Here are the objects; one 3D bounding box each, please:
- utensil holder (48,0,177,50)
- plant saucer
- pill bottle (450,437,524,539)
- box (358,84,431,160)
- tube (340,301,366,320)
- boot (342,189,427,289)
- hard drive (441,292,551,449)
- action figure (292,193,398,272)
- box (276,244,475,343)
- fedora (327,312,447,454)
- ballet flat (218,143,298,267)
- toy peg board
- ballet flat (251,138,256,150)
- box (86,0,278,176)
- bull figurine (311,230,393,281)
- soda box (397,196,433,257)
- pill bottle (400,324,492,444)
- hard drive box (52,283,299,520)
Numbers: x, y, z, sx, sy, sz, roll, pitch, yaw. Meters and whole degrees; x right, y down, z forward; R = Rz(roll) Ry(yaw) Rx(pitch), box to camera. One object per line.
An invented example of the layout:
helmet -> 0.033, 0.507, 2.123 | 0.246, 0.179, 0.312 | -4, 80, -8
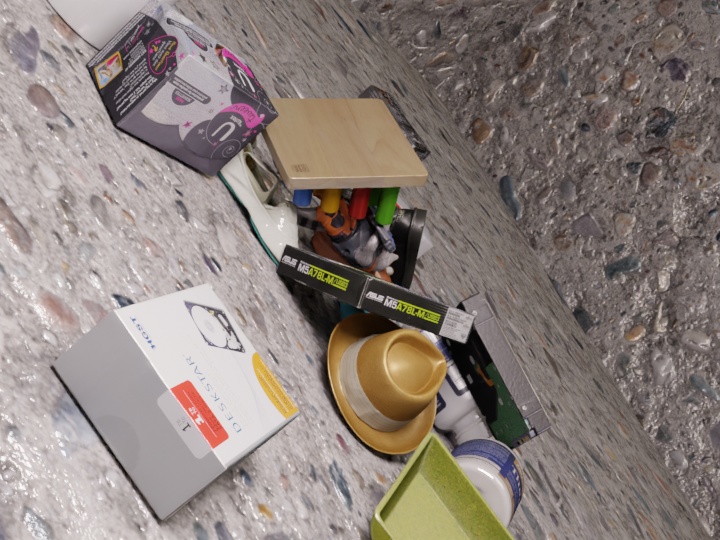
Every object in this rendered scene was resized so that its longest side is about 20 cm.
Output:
utensil holder -> -0.296, -0.403, 1.442 | 0.170, 0.199, 0.170 | 47, 16, -17
plant saucer -> 0.093, 0.309, 1.246 | 0.201, 0.048, 0.200 | 53, 28, -2
pill bottle -> 0.151, 0.278, 1.431 | 0.112, 0.110, 0.200 | 54, 15, 6
box -> 0.089, -0.369, 2.840 | 0.201, 0.050, 0.157 | 56, 15, 10
tube -> -0.001, 0.084, 1.548 | 0.078, 0.050, 0.200 | 50, 11, -18
boot -> 0.019, -0.047, 1.823 | 0.155, 0.213, 0.080 | 13, 49, 2
hard drive -> 0.180, 0.142, 1.520 | 0.202, 0.037, 0.140 | 63, -17, 13
action figure -> -0.025, -0.071, 1.626 | 0.193, 0.105, 0.200 | 41, 12, -18
box -> 0.020, 0.031, 1.465 | 0.198, 0.048, 0.192 | 20, 3, -38
fedora -> 0.047, 0.130, 1.396 | 0.199, 0.081, 0.203 | 28, 49, -37
ballet flat -> -0.127, -0.091, 1.515 | 0.201, 0.069, 0.069 | 57, 15, 12
toy peg board -> -0.038, -0.144, 1.542 | 0.196, 0.099, 0.201 | -3, 39, -21
ballet flat -> -0.175, -0.210, 1.645 | 0.201, 0.070, 0.066 | -97, 161, -55
box -> -0.218, -0.226, 1.407 | 0.116, 0.132, 0.199 | 58, 16, 27
bull figurine -> 0.000, 0.000, 1.698 | 0.201, 0.065, 0.122 | 51, 12, -11
soda box -> 0.041, -0.104, 1.954 | 0.200, 0.063, 0.069 | 47, 16, -22
pill bottle -> 0.131, 0.161, 1.640 | 0.201, 0.111, 0.111 | 57, 15, 12
hard drive box -> -0.151, 0.105, 0.970 | 0.157, 0.076, 0.200 | 53, 15, 3
